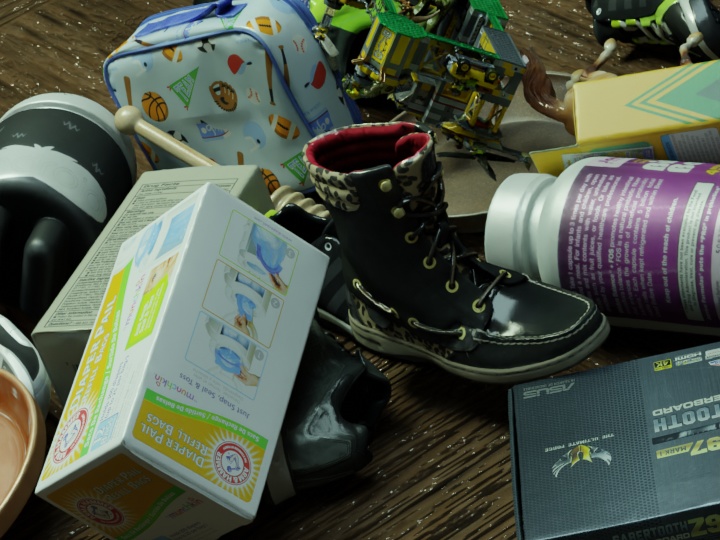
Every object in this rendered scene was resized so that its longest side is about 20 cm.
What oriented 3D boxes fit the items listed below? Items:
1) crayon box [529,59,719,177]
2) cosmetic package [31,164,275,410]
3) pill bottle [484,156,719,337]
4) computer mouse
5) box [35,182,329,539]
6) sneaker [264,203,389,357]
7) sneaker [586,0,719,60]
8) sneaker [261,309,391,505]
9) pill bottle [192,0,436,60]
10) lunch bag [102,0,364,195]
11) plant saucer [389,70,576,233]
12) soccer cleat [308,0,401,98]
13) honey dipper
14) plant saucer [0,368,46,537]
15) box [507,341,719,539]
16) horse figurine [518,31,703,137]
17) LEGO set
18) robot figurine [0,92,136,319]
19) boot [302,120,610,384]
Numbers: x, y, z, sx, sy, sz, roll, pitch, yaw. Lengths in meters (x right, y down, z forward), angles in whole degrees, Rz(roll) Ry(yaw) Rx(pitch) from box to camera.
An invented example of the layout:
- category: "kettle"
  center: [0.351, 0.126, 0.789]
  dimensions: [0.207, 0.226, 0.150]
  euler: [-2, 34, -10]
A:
- category: "crayon box"
  center: [0.223, -0.088, 1.694]
  dimensions: [0.199, 0.126, 0.052]
  euler: [-9, 63, 14]
- category: "cosmetic package"
  center: [-0.136, 0.017, 1.755]
  dimensions: [0.103, 0.088, 0.200]
  euler: [-3, 35, 26]
- category: "pill bottle"
  center: [0.186, -0.017, 1.620]
  dimensions: [0.199, 0.113, 0.112]
  euler: [5, 38, 32]
- category: "computer mouse"
  center: [-0.264, 0.062, 1.763]
  dimensions: [0.044, 0.110, 0.200]
  euler: [-3, 31, -37]
- category: "box"
  center: [-0.110, 0.066, 1.560]
  dimensions: [0.112, 0.101, 0.201]
  euler: [-32, 34, 47]
- category: "sneaker"
  center: [0.000, 0.000, 1.716]
  dimensions: [0.199, 0.083, 0.072]
  euler: [13, 43, 41]
- category: "sneaker"
  center: [0.226, -0.195, 1.938]
  dimensions: [0.083, 0.072, 0.200]
  euler: [-42, 30, 6]
- category: "sneaker"
  center: [-0.024, 0.074, 1.633]
  dimensions: [0.090, 0.067, 0.201]
  euler: [-10, 35, 7]
- category: "pill bottle"
  center: [-0.036, -0.206, 2.037]
  dimensions: [0.199, 0.112, 0.112]
  euler: [9, 40, 36]
- category: "lunch bag"
  center: [-0.094, -0.133, 1.881]
  dimensions: [0.199, 0.161, 0.076]
  euler: [-7, 28, 43]
- category: "plant saucer"
  center: [0.099, -0.082, 1.843]
  dimensions: [0.199, 0.037, 0.201]
  euler: [-13, 30, 8]
- category: "soccer cleat"
  center: [-0.037, -0.150, 1.940]
  dimensions: [0.200, 0.081, 0.067]
  euler: [-48, -13, 34]
- category: "honey dipper"
  center: [-0.105, -0.072, 1.861]
  dimensions: [0.199, 0.038, 0.038]
  euler: [30, 51, 24]
- category: "plant saucer"
  center: [-0.295, 0.147, 1.649]
  dimensions: [0.199, 0.032, 0.201]
  euler: [-18, 40, 16]
- category: "box"
  center: [0.189, 0.110, 1.474]
  dimensions: [0.199, 0.051, 0.158]
  euler: [-13, 32, 10]
- category: "horse figurine"
  center: [0.202, -0.130, 1.790]
  dimensions: [0.199, 0.050, 0.133]
  euler: [-3, 29, 15]
- category: "LEGO set"
  center: [0.036, -0.142, 1.806]
  dimensions: [0.153, 0.116, 0.200]
  euler: [12, 27, -26]
- category: "robot figurine"
  center: [-0.239, -0.048, 1.881]
  dimensions: [0.125, 0.150, 0.200]
  euler: [-34, 23, 28]
- category: "boot"
  center: [0.054, -0.013, 1.570]
  dimensions: [0.199, 0.151, 0.073]
  euler: [11, 42, 43]
